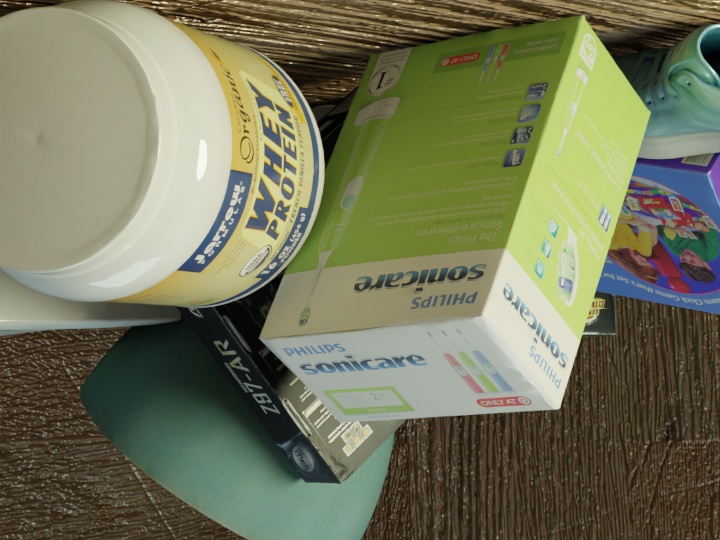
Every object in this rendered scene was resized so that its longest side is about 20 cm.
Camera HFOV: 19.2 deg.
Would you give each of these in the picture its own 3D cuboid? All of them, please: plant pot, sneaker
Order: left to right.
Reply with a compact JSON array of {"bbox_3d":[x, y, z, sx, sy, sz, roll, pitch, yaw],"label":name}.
[{"bbox_3d":[-0.055,0.069,1.325,0.200,0.135,0.200,31,-172,-5],"label":"plant pot"},{"bbox_3d":[0.193,-0.111,1.185,0.199,0.074,0.082,5,146,42],"label":"sneaker"}]

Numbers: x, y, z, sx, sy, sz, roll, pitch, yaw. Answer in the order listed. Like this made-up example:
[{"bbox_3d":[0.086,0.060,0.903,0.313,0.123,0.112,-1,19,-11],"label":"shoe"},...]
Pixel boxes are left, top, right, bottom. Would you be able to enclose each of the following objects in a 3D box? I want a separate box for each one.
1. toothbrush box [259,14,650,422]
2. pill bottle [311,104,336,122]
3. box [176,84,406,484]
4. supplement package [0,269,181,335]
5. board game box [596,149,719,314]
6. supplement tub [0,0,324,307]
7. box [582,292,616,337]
[{"bbox_3d":[0.053,-0.027,1.136,0.145,0.200,0.086,-7,138,37],"label":"toothbrush box"},{"bbox_3d":[0.037,-0.056,1.415,0.115,0.116,0.200,-5,176,39],"label":"pill bottle"},{"bbox_3d":[0.000,0.000,1.244,0.200,0.160,0.043,-44,-162,-26],"label":"box"},{"bbox_3d":[-0.239,-0.035,1.289,0.191,0.148,0.200,0,177,-35],"label":"supplement package"},{"bbox_3d":[0.157,-0.042,1.313,0.199,0.045,0.135,12,145,38],"label":"board game box"},{"bbox_3d":[-0.113,-0.055,1.056,0.144,0.145,0.200,-4,177,19],"label":"supplement tub"},{"bbox_3d":[0.088,-0.028,1.565,0.199,0.160,0.046,-2,176,-18],"label":"box"}]
